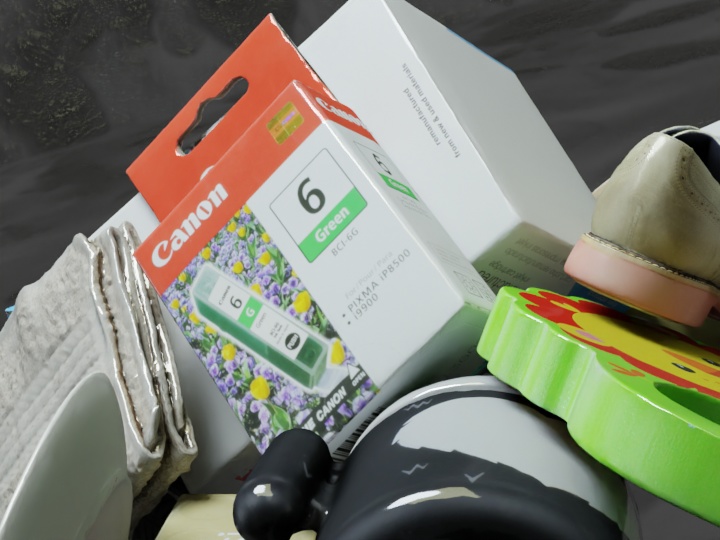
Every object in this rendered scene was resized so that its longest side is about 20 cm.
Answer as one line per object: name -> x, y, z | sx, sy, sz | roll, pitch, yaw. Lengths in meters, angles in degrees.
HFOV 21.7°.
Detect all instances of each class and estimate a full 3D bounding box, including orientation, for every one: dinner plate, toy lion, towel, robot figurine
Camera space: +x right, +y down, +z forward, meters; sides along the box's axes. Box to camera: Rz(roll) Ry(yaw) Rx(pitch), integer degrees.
dinner plate -> -0.114, 0.136, 0.683 | 0.024, 0.201, 0.200 | 16, 17, 3
toy lion -> 0.127, 0.055, 0.672 | 0.191, 0.069, 0.200 | 24, 9, 17
towel -> -0.142, 0.082, 0.862 | 0.034, 0.133, 0.200 | 8, -43, -34
robot figurine -> 0.042, 0.111, 0.673 | 0.124, 0.151, 0.200 | -27, 10, 13

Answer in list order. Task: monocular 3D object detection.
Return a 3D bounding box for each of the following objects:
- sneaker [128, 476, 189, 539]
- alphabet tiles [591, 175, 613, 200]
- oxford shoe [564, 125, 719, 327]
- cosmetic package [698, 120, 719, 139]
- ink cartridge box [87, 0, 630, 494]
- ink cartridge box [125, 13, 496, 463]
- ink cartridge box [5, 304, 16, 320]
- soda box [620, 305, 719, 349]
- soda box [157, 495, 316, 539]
sneaker -> -0.094, 0.138, 0.906 | 0.080, 0.078, 0.200 | -43, 13, 10
alphabet tiles -> 0.089, 0.008, 1.044 | 0.200, 0.015, 0.195 | -39, -16, 13
oxford shoe -> 0.144, -0.020, 0.798 | 0.070, 0.074, 0.200 | 23, 8, 15
cosmetic package -> 0.280, -0.040, 1.051 | 0.071, 0.102, 0.200 | -23, 14, -23
ink cartridge box -> 0.000, 0.000, 0.890 | 0.200, 0.147, 0.146 | -40, -29, 19
ink cartridge box -> -0.035, -0.015, 0.797 | 0.109, 0.200, 0.050 | -45, -30, 15
ink cartridge box -> -0.080, 0.042, 1.104 | 0.125, 0.129, 0.200 | -4, 19, 42
soda box -> 0.159, 0.036, 0.917 | 0.067, 0.064, 0.199 | -22, 19, -38
soda box -> -0.056, 0.152, 0.709 | 0.067, 0.064, 0.200 | 0, 17, 8
